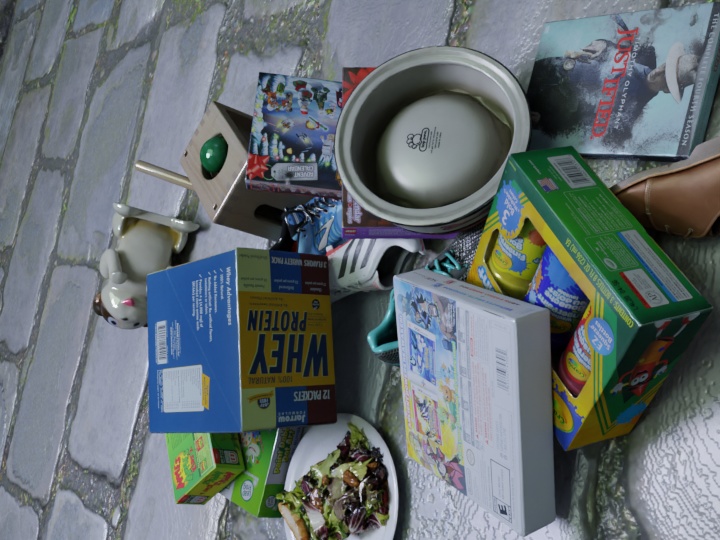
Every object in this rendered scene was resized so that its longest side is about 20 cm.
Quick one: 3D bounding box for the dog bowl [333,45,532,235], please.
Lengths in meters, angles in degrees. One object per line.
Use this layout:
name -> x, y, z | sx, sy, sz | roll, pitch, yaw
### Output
dog bowl -> 0.077, -0.125, 0.808 | 0.199, 0.074, 0.201 | -5, 70, 15

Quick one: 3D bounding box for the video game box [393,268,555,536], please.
video game box -> 0.102, 0.113, 0.731 | 0.182, 0.047, 0.201 | 19, 119, 55

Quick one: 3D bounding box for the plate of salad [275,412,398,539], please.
plate of salad -> -0.034, 0.265, 0.908 | 0.200, 0.048, 0.201 | -20, 63, 44

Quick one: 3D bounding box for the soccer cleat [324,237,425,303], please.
soccer cleat -> 0.000, 0.000, 0.945 | 0.200, 0.068, 0.085 | -42, 58, 31

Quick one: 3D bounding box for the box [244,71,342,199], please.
box -> -0.031, -0.156, 0.943 | 0.040, 0.199, 0.138 | 113, 163, -78

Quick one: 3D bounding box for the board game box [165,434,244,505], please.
board game box -> -0.222, 0.203, 1.076 | 0.102, 0.047, 0.201 | -44, 48, 31

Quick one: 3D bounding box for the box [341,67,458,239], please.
box -> 0.046, -0.135, 0.891 | 0.039, 0.136, 0.201 | 94, 176, -72

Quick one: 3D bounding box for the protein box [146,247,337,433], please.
protein box -> -0.147, 0.090, 0.940 | 0.199, 0.135, 0.200 | -12, 78, 45

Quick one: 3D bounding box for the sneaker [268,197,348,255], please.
sneaker -> -0.052, -0.061, 1.001 | 0.200, 0.090, 0.078 | -54, 45, 17

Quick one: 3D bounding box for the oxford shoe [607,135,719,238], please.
oxford shoe -> 0.263, -0.054, 0.668 | 0.200, 0.071, 0.072 | -26, 78, 47

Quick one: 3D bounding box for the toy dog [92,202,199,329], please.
toy dog -> -0.377, -0.002, 1.315 | 0.194, 0.139, 0.201 | 11, 85, 62

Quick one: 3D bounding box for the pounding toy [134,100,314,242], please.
pounding toy -> -0.168, -0.124, 1.069 | 0.142, 0.199, 0.184 | -56, 44, 20

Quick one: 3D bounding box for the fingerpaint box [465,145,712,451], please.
fingerpaint box -> 0.178, 0.022, 0.678 | 0.167, 0.073, 0.200 | 102, 151, -45

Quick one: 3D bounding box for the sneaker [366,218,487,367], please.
sneaker -> 0.079, 0.027, 0.827 | 0.078, 0.091, 0.201 | 44, 111, 45

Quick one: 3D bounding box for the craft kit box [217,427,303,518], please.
craft kit box -> -0.154, 0.205, 1.067 | 0.200, 0.048, 0.199 | 9, 87, 49

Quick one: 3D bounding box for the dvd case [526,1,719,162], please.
dvd case -> 0.245, -0.178, 0.762 | 0.200, 0.022, 0.147 | 14, 88, 49
